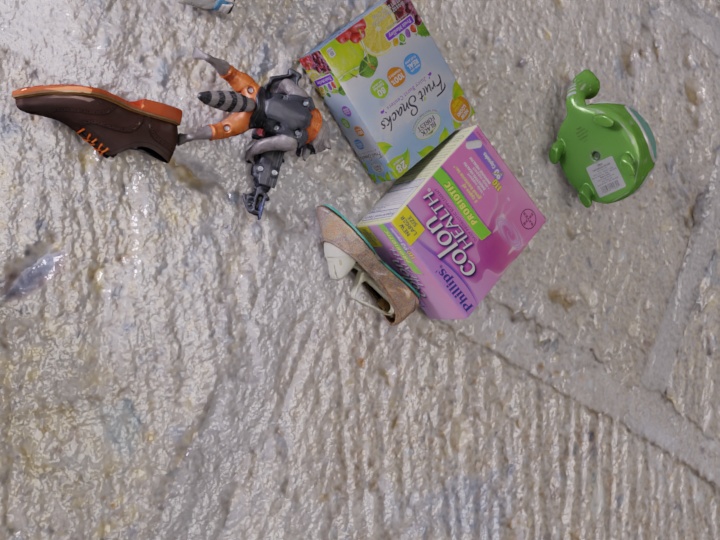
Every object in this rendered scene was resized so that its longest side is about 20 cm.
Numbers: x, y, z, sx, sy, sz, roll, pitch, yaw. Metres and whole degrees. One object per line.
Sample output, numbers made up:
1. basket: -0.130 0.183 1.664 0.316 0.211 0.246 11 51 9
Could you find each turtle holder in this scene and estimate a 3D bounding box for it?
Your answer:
1. turtle holder: 0.365 -0.195 1.530 0.185 0.142 0.131 44 43 22

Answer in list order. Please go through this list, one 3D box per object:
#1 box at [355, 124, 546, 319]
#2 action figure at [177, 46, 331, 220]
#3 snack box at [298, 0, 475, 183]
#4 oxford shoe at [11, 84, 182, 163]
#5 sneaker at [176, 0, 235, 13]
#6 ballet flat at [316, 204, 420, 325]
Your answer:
1. box: 0.127 -0.065 1.396 0.200 0.096 0.176 -47 110 -22
2. action figure: -0.125 -0.169 1.256 0.192 0.104 0.202 9 84 -24
3. snack box: 0.040 -0.248 1.371 0.169 0.067 0.201 -42 109 -25
4. oxford shoe: -0.303 -0.170 1.173 0.198 0.071 0.073 7 89 -29
5. sneaker: -0.202 -0.420 1.241 0.086 0.075 0.202 -4 90 -24
6. ballet flat: 0.000 0.000 1.340 0.200 0.068 0.067 44 76 -19
